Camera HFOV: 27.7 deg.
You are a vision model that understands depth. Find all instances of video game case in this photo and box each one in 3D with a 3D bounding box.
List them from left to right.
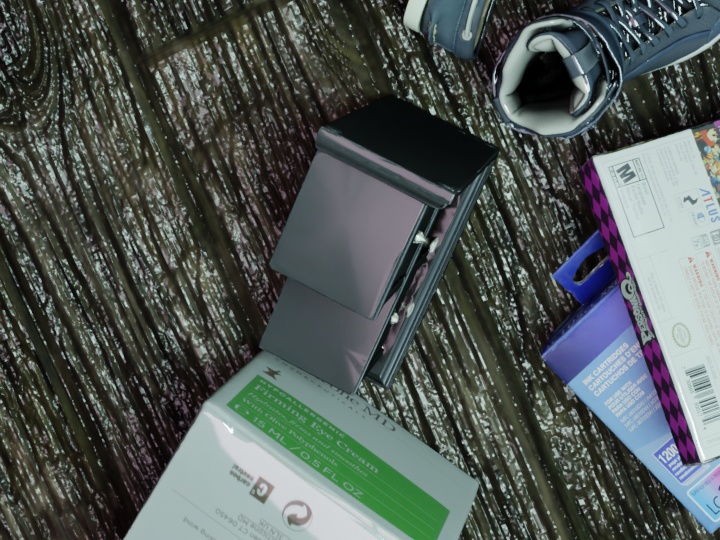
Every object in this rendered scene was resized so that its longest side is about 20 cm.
[{"bbox_3d":[0.253,0.001,0.928,0.179,0.036,0.202,-17,82,-15],"label":"video game case"}]

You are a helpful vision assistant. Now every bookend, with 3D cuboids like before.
[{"bbox_3d":[0.000,0.000,0.972,0.091,0.200,0.201,26,106,7],"label":"bookend"}]

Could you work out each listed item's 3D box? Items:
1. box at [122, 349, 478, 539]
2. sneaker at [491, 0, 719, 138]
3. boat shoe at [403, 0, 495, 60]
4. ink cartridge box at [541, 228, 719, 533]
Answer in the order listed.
[{"bbox_3d":[-0.053,0.200,1.042,0.198,0.171,0.201,34,107,4],"label":"box"},{"bbox_3d":[0.172,-0.153,0.927,0.201,0.146,0.077,-33,91,16],"label":"sneaker"},{"bbox_3d":[0.096,-0.235,0.963,0.061,0.075,0.201,31,108,7],"label":"boat shoe"},{"bbox_3d":[0.219,0.055,0.997,0.200,0.076,0.136,46,108,2],"label":"ink cartridge box"}]
